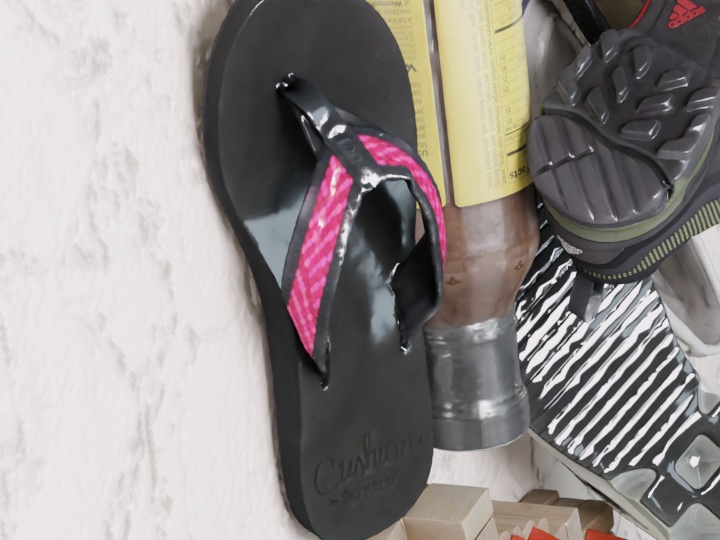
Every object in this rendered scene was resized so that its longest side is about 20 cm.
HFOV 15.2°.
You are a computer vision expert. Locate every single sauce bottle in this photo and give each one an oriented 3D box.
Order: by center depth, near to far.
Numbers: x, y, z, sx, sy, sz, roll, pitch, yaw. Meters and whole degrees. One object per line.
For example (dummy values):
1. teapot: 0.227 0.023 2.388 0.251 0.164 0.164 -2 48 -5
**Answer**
1. sauce bottle: 0.027 -0.038 0.903 0.065 0.065 0.200 -36 125 -56

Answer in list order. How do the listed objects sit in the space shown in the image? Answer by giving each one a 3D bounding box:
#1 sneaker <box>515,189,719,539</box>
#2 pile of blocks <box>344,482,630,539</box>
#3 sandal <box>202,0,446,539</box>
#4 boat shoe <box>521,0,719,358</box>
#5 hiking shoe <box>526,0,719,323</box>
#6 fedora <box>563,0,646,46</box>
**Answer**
1. sneaker: 0.095 0.049 1.018 0.074 0.089 0.200 -43 104 -8
2. pile of blocks: 0.056 0.119 0.973 0.200 0.062 0.082 13 81 -62
3. sandal: 0.000 0.000 0.849 0.075 0.045 0.200 -24 119 -28
4. boat shoe: 0.095 -0.032 1.030 0.072 0.066 0.200 -64 145 -37
5. hiking shoe: 0.129 -0.073 0.934 0.200 0.076 0.101 -43 157 -18
6. fedora: 0.136 -0.142 1.011 0.201 0.092 0.201 44 35 -41
